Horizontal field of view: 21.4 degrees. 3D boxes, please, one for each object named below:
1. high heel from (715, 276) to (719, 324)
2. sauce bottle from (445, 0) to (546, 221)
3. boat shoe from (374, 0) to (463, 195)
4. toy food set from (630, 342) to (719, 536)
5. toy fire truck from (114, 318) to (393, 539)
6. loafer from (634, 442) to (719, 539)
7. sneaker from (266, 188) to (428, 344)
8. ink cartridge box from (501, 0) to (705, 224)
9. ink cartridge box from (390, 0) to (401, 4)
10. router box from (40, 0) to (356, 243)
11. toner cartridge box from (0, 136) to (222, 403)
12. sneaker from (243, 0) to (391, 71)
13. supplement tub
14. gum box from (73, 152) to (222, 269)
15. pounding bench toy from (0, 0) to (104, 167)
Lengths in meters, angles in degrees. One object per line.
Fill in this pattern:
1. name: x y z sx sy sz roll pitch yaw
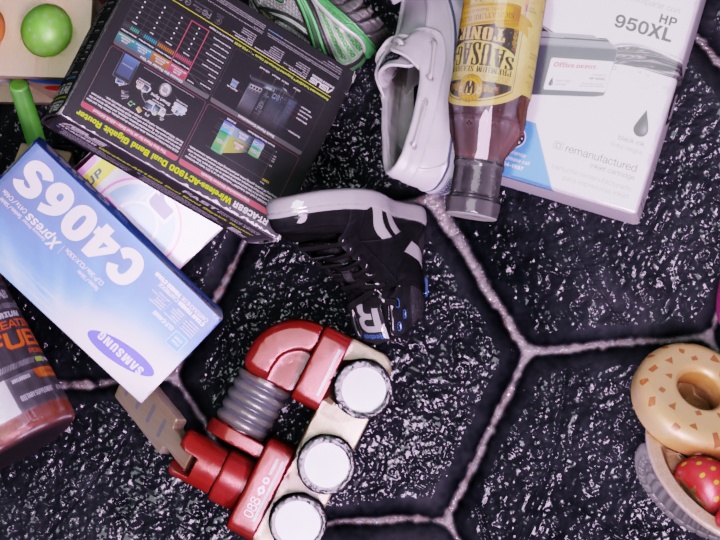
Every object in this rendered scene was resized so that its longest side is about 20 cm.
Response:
1. high heel: 0.318 -0.044 1.472 0.067 0.096 0.201 8 87 8
2. sauce bottle: 0.100 -0.138 1.441 0.066 0.066 0.201 7 85 8
3. boat shoe: 0.045 -0.158 1.499 0.065 0.074 0.201 14 57 -30
4. toy food set: 0.312 0.130 1.437 0.197 0.049 0.200 -5 45 -14
5. toy fire truck: -0.093 0.108 1.515 0.200 0.129 0.176 27 89 -1
6. loafer: 0.308 0.177 1.479 0.200 0.075 0.070 27 58 10
7. sneaker: 0.000 0.000 1.460 0.073 0.200 0.112 -8 83 29
8. ink cartridge box: 0.179 -0.154 1.504 0.144 0.084 0.201 17 88 10
9. ink cartridge box: 0.069 -0.335 1.465 0.200 0.146 0.145 -27 46 -3
10. router box: -0.122 -0.132 1.461 0.200 0.062 0.150 30 76 -20
11. toner cartridge box: -0.210 0.000 1.484 0.200 0.043 0.095 44 94 -11
12. sneaker: -0.075 -0.228 1.547 0.200 0.078 0.085 41 93 8
13. supplement tub: -0.321 0.060 1.543 0.107 0.107 0.200 -31 83 4
14. gum box: -0.178 -0.052 1.536 0.200 0.066 0.114 -43 102 2
15. pounding bench toy: -0.260 -0.170 1.527 0.124 0.156 0.201 2 86 7
